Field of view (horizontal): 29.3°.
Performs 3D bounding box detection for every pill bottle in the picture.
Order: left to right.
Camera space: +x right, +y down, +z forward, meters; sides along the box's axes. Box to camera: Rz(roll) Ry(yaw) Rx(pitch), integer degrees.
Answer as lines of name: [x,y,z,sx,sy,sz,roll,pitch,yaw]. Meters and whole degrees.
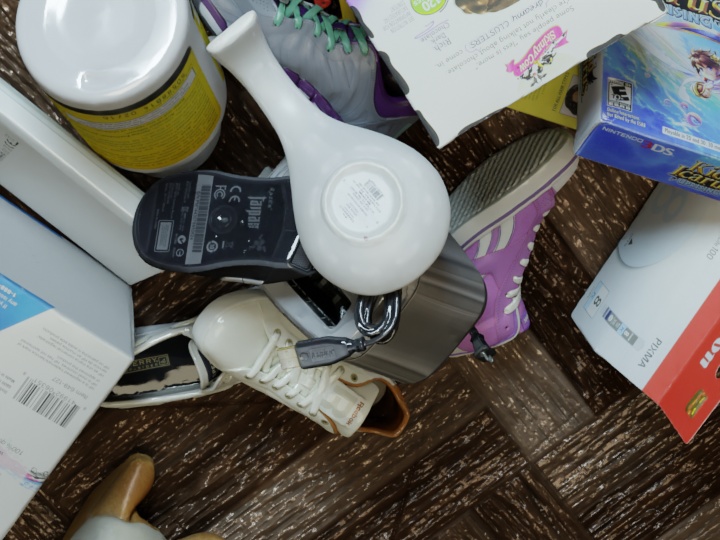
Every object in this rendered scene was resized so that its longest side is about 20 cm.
pill bottle: [-0.150,-0.131,0.928,0.110,0.200,0.113,-1,76,5]

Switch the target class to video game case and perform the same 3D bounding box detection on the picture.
video game case: [0.253,-0.137,0.990,0.197,0.183,0.046,16,145,-11]

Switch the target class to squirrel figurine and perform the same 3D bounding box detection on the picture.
squirrel figurine: [-0.173,0.288,1.129,0.186,0.142,0.200,38,116,-27]

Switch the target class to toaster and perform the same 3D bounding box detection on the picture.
toaster: [0.000,0.000,0.989,0.114,0.200,0.129,-50,151,13]

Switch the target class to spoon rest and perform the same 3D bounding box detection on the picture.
spoon rest: [-0.021,-0.074,0.886,0.099,0.061,0.201,-37,78,1]

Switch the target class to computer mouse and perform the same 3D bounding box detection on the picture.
computer mouse: [-0.057,0.001,0.917,0.197,0.046,0.142,-4,71,14]

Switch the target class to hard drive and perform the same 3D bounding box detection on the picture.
hard drive: [-0.220,-0.067,0.991,0.199,0.132,0.026,39,67,-17]

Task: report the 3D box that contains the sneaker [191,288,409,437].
sneaker: [-0.034,0.074,1.038,0.199,0.085,0.073,24,104,-40]

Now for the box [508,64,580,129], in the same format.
box: [0.144,-0.142,1.028,0.197,0.075,0.051,15,109,-12]

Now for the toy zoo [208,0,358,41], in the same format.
toy zoo: [-0.074,-0.215,0.970,0.129,0.021,0.202,-7,133,7]

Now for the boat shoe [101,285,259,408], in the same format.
boat shoe: [-0.119,0.064,1.074,0.197,0.066,0.073,-10,109,-3]

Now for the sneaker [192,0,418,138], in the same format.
sneaker: [-0.028,-0.163,0.951,0.087,0.075,0.200,-30,128,28]

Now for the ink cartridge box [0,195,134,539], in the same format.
ink cartridge box: [-0.281,0.074,1.016,0.147,0.145,0.201,35,102,-21]

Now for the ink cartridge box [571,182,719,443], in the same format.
ink cartridge box: [0.240,0.014,1.023,0.047,0.200,0.161,29,104,-15]

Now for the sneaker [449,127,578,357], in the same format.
sneaker: [0.113,-0.015,1.075,0.114,0.073,0.200,40,111,-21]

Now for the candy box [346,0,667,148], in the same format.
candy box: [0.067,-0.206,0.846,0.166,0.072,0.201,-29,113,13]
